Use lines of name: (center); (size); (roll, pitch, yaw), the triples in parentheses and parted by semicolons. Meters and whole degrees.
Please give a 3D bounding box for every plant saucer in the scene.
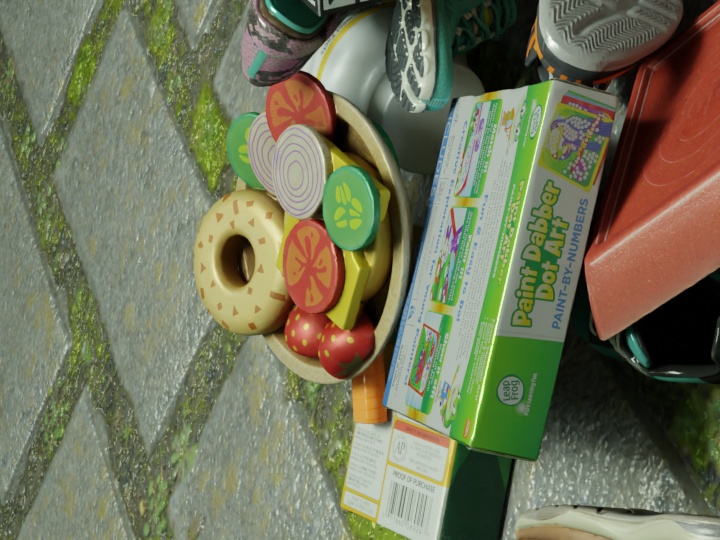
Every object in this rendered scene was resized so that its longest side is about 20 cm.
plant saucer: (0.191, -0.085, 0.969); (0.199, 0.037, 0.201); (-39, 23, 49)

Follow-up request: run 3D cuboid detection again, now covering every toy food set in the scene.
toy food set: (-0.036, -0.026, 1.217); (0.200, 0.048, 0.199); (41, 126, 43)

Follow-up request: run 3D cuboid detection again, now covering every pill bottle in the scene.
pill bottle: (0.008, -0.144, 1.308); (0.200, 0.111, 0.113); (46, 121, 52)

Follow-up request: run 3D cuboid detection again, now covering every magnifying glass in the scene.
magnifying glass: (0.000, 0.000, 1.227); (0.079, 0.022, 0.202); (1, 97, 53)

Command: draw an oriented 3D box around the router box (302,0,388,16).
router box: (0.007, -0.233, 1.173); (0.200, 0.156, 0.053); (-129, 29, -53)

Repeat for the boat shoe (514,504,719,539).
boat shoe: (0.150, 0.167, 1.016); (0.200, 0.075, 0.072); (-7, 78, 61)

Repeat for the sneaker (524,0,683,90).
sneaker: (0.135, -0.133, 1.079); (0.200, 0.077, 0.112); (-54, -8, -52)

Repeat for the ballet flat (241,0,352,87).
ballet flat: (-0.031, -0.182, 1.226); (0.071, 0.069, 0.200); (-48, 5, 40)

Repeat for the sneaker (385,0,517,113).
sneaker: (0.063, -0.174, 1.201); (0.201, 0.079, 0.078); (-77, 3, -47)

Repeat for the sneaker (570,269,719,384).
sneaker: (0.166, 0.023, 1.018); (0.200, 0.079, 0.072); (10, 91, 60)

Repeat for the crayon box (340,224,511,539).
crayon box: (0.054, 0.075, 1.228); (0.125, 0.051, 0.202); (13, 94, 60)

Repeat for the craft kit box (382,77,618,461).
craft kit box: (0.075, -0.004, 1.067); (0.197, 0.048, 0.202); (-167, 90, -80)
